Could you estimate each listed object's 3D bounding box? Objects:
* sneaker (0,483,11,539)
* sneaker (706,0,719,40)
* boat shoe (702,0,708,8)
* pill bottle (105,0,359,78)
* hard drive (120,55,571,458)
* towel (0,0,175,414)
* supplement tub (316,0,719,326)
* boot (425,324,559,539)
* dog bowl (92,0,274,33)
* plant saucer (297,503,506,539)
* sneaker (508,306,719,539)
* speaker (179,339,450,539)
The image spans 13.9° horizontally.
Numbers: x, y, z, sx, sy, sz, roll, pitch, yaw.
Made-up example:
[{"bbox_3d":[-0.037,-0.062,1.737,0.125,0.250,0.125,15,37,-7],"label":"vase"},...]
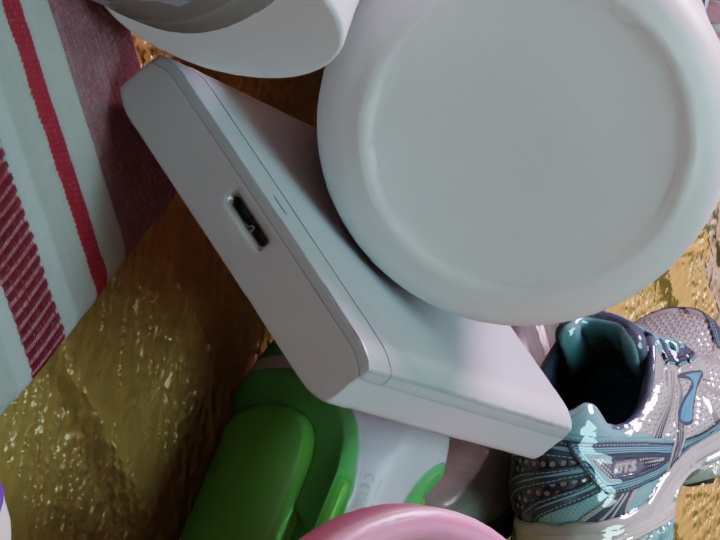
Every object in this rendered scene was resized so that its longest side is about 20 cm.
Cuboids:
[{"bbox_3d":[-0.182,0.053,0.768,0.200,0.080,0.147,-35,123,-37],"label":"sneaker"},{"bbox_3d":[0.150,-0.114,1.323,0.075,0.104,0.201,-59,145,-41],"label":"sneaker"},{"bbox_3d":[0.111,-0.066,1.270,0.091,0.071,0.201,-61,157,-44],"label":"boat shoe"},{"bbox_3d":[-0.021,-0.169,0.963,0.112,0.112,0.200,54,45,-53],"label":"pill bottle"},{"bbox_3d":[0.000,0.000,1.034,0.027,0.132,0.200,-39,159,12],"label":"hard drive"},{"bbox_3d":[-0.128,-0.017,0.917,0.200,0.023,0.144,-55,142,-39],"label":"towel"},{"bbox_3d":[0.057,-0.073,1.055,0.200,0.140,0.141,-85,174,-72],"label":"supplement tub"},{"bbox_3d":[0.040,0.031,1.213,0.200,0.068,0.131,-39,127,-62],"label":"boot"},{"bbox_3d":[-0.063,-0.169,0.825,0.059,0.200,0.201,4,94,-37],"label":"dog bowl"},{"bbox_3d":[-0.006,0.176,0.989,0.200,0.051,0.201,-8,101,-47],"label":"plant saucer"},{"bbox_3d":[0.114,0.050,1.208,0.200,0.077,0.087,-51,136,-59],"label":"sneaker"},{"bbox_3d":[-0.033,0.123,1.064,0.200,0.088,0.088,-68,149,-24],"label":"speaker"}]
